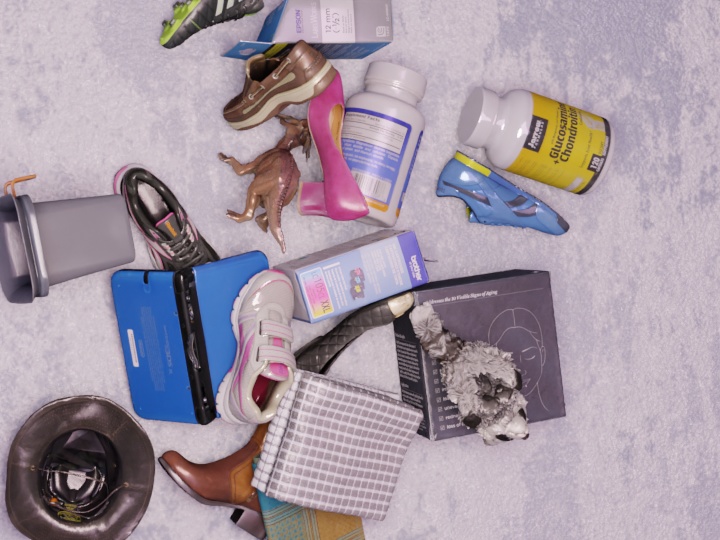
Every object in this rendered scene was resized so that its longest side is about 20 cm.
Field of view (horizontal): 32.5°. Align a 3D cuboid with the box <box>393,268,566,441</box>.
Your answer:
[{"bbox_3d":[0.156,0.109,1.663,0.198,0.124,0.199,-8,94,-15],"label":"box"}]

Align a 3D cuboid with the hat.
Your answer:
[{"bbox_3d":[-0.348,0.249,1.542,0.198,0.081,0.203,-1,97,-10],"label":"hat"}]

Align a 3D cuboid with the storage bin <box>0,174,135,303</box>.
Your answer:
[{"bbox_3d":[-0.361,-0.046,1.484,0.133,0.200,0.147,-13,94,-27],"label":"storage bin"}]

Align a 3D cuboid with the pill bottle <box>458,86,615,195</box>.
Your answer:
[{"bbox_3d":[0.240,-0.182,1.690,0.198,0.112,0.113,16,86,-16],"label":"pill bottle"}]

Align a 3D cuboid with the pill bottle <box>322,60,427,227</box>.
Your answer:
[{"bbox_3d":[0.021,-0.167,1.627,0.111,0.112,0.202,18,85,-16],"label":"pill bottle"}]

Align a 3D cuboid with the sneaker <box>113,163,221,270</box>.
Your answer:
[{"bbox_3d":[-0.243,-0.046,1.564,0.080,0.086,0.200,-42,102,-10],"label":"sneaker"}]

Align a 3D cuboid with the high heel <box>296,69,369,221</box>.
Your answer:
[{"bbox_3d":[-0.020,-0.160,1.550,0.095,0.067,0.202,3,70,22],"label":"high heel"}]

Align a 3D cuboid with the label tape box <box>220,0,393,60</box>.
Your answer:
[{"bbox_3d":[-0.072,-0.310,1.581,0.198,0.143,0.067,-2,91,-16],"label":"label tape box"}]

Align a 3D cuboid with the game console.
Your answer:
[{"bbox_3d":[-0.206,0.082,1.571,0.118,0.169,0.202,-31,118,-57],"label":"game console"}]

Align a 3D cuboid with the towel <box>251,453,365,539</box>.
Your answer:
[{"bbox_3d":[-0.064,0.315,1.623,0.146,0.022,0.202,-18,106,-31],"label":"towel"}]

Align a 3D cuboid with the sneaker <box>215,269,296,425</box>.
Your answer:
[{"bbox_3d":[-0.113,0.100,1.519,0.081,0.088,0.202,8,94,-37],"label":"sneaker"}]

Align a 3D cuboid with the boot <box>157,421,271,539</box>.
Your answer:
[{"bbox_3d":[-0.143,0.222,1.606,0.188,0.068,0.201,34,81,-14],"label":"boot"}]

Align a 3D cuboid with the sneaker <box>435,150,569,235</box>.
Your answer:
[{"bbox_3d":[0.194,-0.087,1.707,0.199,0.066,0.079,28,95,-14],"label":"sneaker"}]

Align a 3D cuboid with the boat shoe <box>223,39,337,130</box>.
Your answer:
[{"bbox_3d":[-0.115,-0.239,1.545,0.075,0.201,0.075,47,50,-22],"label":"boat shoe"}]

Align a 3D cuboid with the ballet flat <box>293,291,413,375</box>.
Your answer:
[{"bbox_3d":[-0.006,0.087,1.610,0.199,0.066,0.057,-35,82,25],"label":"ballet flat"}]

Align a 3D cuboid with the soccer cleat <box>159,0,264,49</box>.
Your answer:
[{"bbox_3d":[-0.175,-0.348,1.595,0.200,0.067,0.081,-48,115,-11],"label":"soccer cleat"}]

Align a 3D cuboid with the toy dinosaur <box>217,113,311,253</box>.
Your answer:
[{"bbox_3d":[-0.103,-0.125,1.573,0.135,0.201,0.086,-34,132,25],"label":"toy dinosaur"}]

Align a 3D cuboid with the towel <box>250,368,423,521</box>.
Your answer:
[{"bbox_3d":[-0.024,0.225,1.574,0.199,0.085,0.167,18,86,-35],"label":"towel"}]

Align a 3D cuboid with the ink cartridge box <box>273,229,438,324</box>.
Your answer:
[{"bbox_3d":[0.000,0.000,1.609,0.198,0.136,0.077,-21,98,-15],"label":"ink cartridge box"}]

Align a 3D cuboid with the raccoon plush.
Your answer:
[{"bbox_3d":[0.149,0.133,1.575,0.096,0.134,0.201,-27,65,1],"label":"raccoon plush"}]
